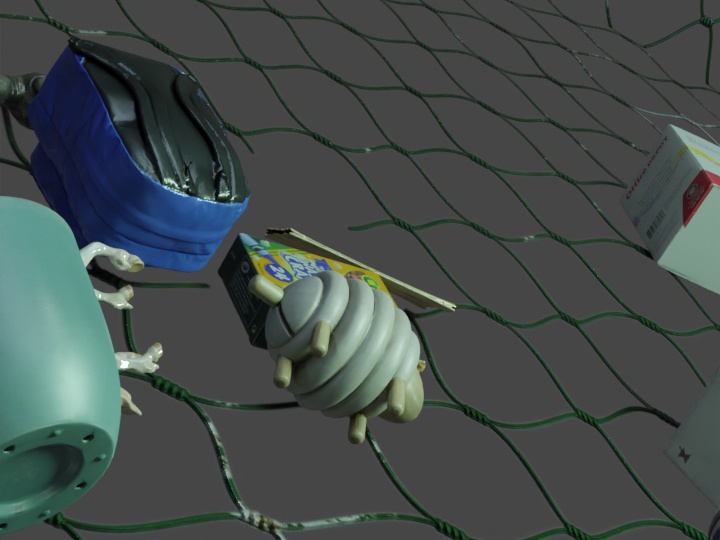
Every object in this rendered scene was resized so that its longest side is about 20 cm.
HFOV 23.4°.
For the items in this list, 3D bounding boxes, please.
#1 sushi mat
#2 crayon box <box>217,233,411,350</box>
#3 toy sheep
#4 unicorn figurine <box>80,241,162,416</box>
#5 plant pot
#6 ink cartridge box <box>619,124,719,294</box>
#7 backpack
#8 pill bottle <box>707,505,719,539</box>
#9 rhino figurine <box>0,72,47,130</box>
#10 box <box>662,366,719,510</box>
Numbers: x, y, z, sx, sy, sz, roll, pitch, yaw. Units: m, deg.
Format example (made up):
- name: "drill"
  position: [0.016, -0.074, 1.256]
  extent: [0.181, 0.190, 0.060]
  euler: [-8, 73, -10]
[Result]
- name: "sushi mat"
  position: [0.000, 0.000, 1.811]
  extent: [0.199, 0.012, 0.096]
  euler: [25, -7, -16]
- name: "crayon box"
  position: [-0.028, 0.040, 1.692]
  extent: [0.199, 0.052, 0.126]
  euler: [17, 26, -32]
- name: "toy sheep"
  position: [-0.020, 0.068, 1.544]
  extent: [0.200, 0.138, 0.138]
  euler: [43, 17, -23]
- name: "unicorn figurine"
  position: [-0.242, 0.027, 1.410]
  extent: [0.137, 0.074, 0.200]
  euler: [3, 40, -31]
- name: "plant pot"
  position: [-0.252, 0.078, 1.155]
  extent: [0.200, 0.201, 0.161]
  euler: [5, 45, -47]
- name: "ink cartridge box"
  position: [0.488, -0.087, 2.492]
  extent: [0.144, 0.146, 0.200]
  euler: [22, 24, -21]
- name: "backpack"
  position: [-0.199, -0.085, 1.582]
  extent: [0.162, 0.168, 0.200]
  euler: [5, 37, -42]
- name: "pill bottle"
  position: [0.380, 0.293, 1.603]
  extent: [0.111, 0.111, 0.200]
  euler: [29, 22, -4]
- name: "rhino figurine"
  position: [-0.319, -0.167, 1.742]
  extent: [0.199, 0.060, 0.087]
  euler: [15, 13, -31]
- name: "box"
  position: [0.475, 0.180, 1.843]
  extent: [0.171, 0.200, 0.200]
  euler: [7, 32, -44]
